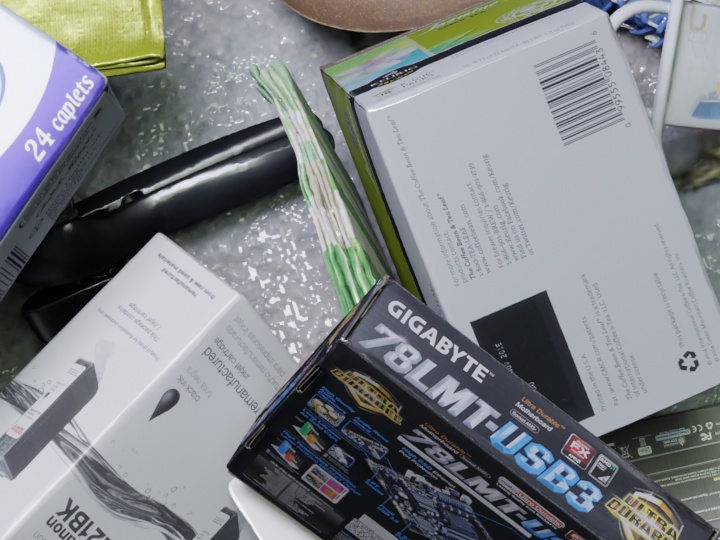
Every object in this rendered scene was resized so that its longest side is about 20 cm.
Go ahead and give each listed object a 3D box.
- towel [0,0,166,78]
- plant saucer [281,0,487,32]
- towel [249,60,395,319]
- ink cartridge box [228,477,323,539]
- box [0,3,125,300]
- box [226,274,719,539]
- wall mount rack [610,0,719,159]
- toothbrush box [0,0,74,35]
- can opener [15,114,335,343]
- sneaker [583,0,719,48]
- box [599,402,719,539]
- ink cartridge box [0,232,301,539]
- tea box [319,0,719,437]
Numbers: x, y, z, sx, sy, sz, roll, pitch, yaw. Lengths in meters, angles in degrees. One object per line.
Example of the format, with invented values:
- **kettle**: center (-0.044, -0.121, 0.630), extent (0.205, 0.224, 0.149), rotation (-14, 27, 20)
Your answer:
- **towel**: center (-0.203, -0.134, 1.522), extent (0.200, 0.018, 0.086), rotation (-7, 75, 0)
- **plant saucer**: center (0.029, -0.220, 1.634), extent (0.200, 0.037, 0.201), rotation (-11, 50, 13)
- **towel**: center (0.000, 0.000, 1.528), extent (0.023, 0.153, 0.200), rotation (-26, 56, 4)
- **ink cartridge box**: center (0.018, 0.182, 1.533), extent (0.117, 0.067, 0.200), rotation (-25, 74, -24)
- **box**: center (-0.250, -0.066, 1.448), extent (0.200, 0.105, 0.184), rotation (33, 85, 4)
- **box**: center (0.049, 0.109, 1.416), extent (0.200, 0.199, 0.050), rotation (36, 61, -2)
- **wall mount rack**: center (0.218, -0.075, 1.569), extent (0.200, 0.075, 0.174), rotation (4, 98, -31)
- **toothbrush box**: center (-0.230, -0.068, 1.589), extent (0.085, 0.146, 0.200), rotation (29, 76, 9)
- **can opener**: center (-0.108, -0.037, 1.627), extent (0.200, 0.079, 0.063), rotation (-30, 36, -9)
- **sneaker**: center (0.160, -0.163, 1.633), extent (0.200, 0.076, 0.077), rotation (-2, 70, 3)
- **box**: center (0.227, 0.144, 1.557), extent (0.200, 0.048, 0.159), rotation (-13, 75, -1)
- **ink cartridge box**: center (-0.120, 0.106, 1.527), extent (0.200, 0.144, 0.084), rotation (-45, 45, -9)
- **tea box**: center (0.082, -0.028, 1.504), extent (0.133, 0.197, 0.200), rotation (-23, 103, -4)
